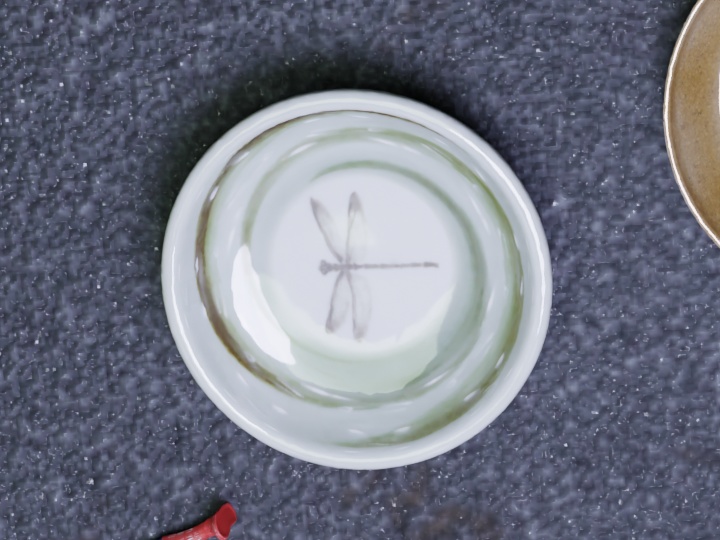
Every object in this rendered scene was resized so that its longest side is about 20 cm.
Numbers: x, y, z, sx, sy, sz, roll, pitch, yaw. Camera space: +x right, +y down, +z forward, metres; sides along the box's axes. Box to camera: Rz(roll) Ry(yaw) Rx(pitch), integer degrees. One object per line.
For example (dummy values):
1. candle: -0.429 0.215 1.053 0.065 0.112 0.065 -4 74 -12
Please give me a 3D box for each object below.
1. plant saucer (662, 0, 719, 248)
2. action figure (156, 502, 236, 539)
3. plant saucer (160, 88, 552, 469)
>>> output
1. plant saucer: 0.249 -0.082 1.432 0.199 0.035 0.202 2 109 7
2. action figure: -0.147 0.193 1.572 0.199 0.052 0.066 -28 106 18
3. plant saucer: 0.000 0.000 1.485 0.199 0.050 0.202 3 109 7
